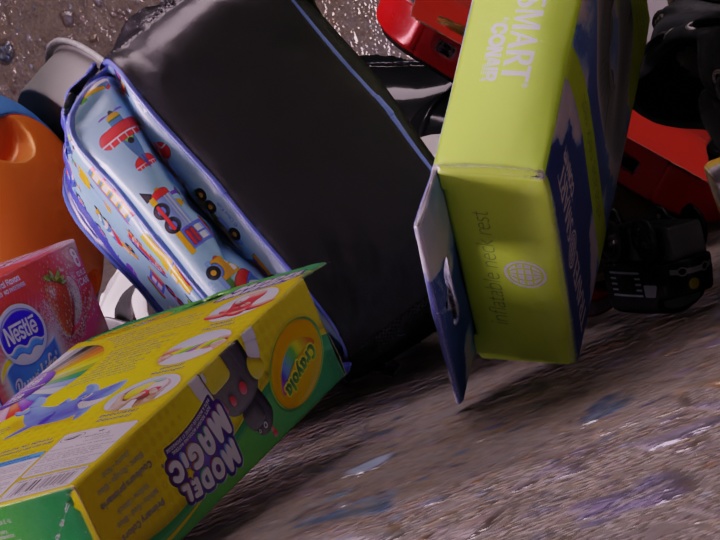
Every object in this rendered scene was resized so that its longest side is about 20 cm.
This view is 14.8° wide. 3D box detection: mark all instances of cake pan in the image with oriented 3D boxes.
[{"bbox_3d":[-0.136,-0.047,1.649,0.037,0.200,0.200,-38,11,-17],"label":"cake pan"}]

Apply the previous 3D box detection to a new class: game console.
[{"bbox_3d":[0.112,-0.096,1.377,0.031,0.200,0.177,-61,-11,22],"label":"game console"}]

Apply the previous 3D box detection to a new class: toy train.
[{"bbox_3d":[0.091,-0.002,1.154,0.034,0.046,0.200,-15,6,-21],"label":"toy train"}]

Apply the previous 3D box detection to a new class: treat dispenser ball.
[{"bbox_3d":[-0.249,-0.010,1.604,0.201,0.201,0.201,-20,6,2],"label":"treat dispenser ball"}]

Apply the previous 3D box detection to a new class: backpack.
[{"bbox_3d":[-0.041,-0.026,1.204,0.135,0.183,0.200,-38,-4,-13],"label":"backpack"}]

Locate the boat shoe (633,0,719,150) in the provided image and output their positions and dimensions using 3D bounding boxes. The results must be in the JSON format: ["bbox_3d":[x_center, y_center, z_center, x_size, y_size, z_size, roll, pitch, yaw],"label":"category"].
[{"bbox_3d":[0.159,-0.074,1.101,0.066,0.075,0.199,-47,25,-6],"label":"boat shoe"}]

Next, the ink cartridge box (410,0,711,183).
[{"bbox_3d":[0.107,-0.121,1.325,0.057,0.162,0.200,-61,5,12],"label":"ink cartridge box"}]

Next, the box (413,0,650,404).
[{"bbox_3d":[0.068,-0.061,1.051,0.048,0.122,0.200,5,56,15],"label":"box"}]

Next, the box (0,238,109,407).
[{"bbox_3d":[-0.183,0.063,1.189,0.095,0.100,0.200,-17,7,22],"label":"box"}]

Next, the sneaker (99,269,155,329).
[{"bbox_3d":[-0.091,0.032,1.378,0.089,0.074,0.200,-54,13,-3],"label":"sneaker"}]

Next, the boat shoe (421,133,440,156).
[{"bbox_3d":[0.000,0.000,1.360,0.200,0.072,0.069,-23,31,50],"label":"boat shoe"}]

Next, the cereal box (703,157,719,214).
[{"bbox_3d":[0.219,-0.044,1.135,0.144,0.040,0.200,-19,6,6],"label":"cereal box"}]

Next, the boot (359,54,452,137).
[{"bbox_3d":[0.031,-0.077,1.455,0.162,0.073,0.198,8,14,33],"label":"boot"}]

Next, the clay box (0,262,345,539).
[{"bbox_3d":[-0.088,0.063,1.009,0.115,0.048,0.200,-16,14,32],"label":"clay box"}]

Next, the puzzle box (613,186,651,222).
[{"bbox_3d":[0.112,-0.032,1.463,0.133,0.025,0.200,-15,8,40],"label":"puzzle box"}]
